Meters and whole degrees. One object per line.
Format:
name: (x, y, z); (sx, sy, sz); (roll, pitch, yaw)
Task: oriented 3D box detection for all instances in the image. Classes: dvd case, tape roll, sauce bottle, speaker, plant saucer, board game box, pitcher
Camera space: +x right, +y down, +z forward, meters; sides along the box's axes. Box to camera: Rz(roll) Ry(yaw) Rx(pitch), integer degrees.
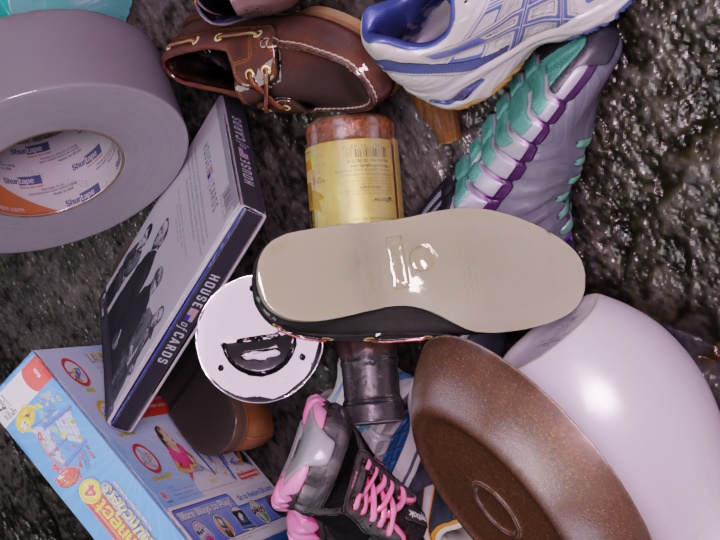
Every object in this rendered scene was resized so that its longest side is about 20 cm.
dvd case: (-0.131, -0.007, 1.076); (0.200, 0.025, 0.151); (-55, 28, 25)
tape roll: (-0.224, -0.093, 1.059); (0.200, 0.199, 0.067); (-47, 55, 41)
sauce bottle: (0.000, 0.000, 0.995); (0.066, 0.066, 0.202); (-11, 78, 41)
speaker: (-0.065, 0.047, 1.023); (0.081, 0.200, 0.082); (0, 88, -2)
plant saucer: (0.090, 0.129, 0.881); (0.200, 0.037, 0.201); (44, 158, 23)
board game box: (-0.155, 0.146, 1.136); (0.056, 0.200, 0.196); (-45, 77, 12)
pitcher: (0.159, 0.123, 0.937); (0.200, 0.121, 0.171); (52, 148, -7)

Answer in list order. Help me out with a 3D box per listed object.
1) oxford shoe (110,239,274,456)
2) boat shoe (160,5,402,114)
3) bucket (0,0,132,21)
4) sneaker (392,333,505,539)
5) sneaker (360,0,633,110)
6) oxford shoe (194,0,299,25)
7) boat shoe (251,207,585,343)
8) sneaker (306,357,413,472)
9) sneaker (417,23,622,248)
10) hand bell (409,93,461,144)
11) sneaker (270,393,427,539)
oxford shoe: (-0.132, 0.061, 1.175); (0.071, 0.071, 0.201); (-44, 62, 23)
boat shoe: (-0.055, -0.132, 0.992); (0.199, 0.070, 0.071); (18, 144, 48)
bucket: (-0.274, -0.224, 1.114); (0.206, 0.134, 0.209); (17, 118, 34)
sneaker: (0.075, 0.111, 1.017); (0.079, 0.078, 0.201); (38, 140, 26)
sneaker: (0.087, -0.165, 0.851); (0.200, 0.088, 0.076); (-39, 51, 27)
oxford shoe: (-0.084, -0.197, 0.965); (0.071, 0.072, 0.200); (62, 169, -20)
boat shoe: (0.034, 0.005, 0.912); (0.063, 0.200, 0.074); (129, 139, -76)
sneaker: (-0.012, 0.135, 1.112); (0.087, 0.075, 0.201); (43, 126, 30)
sneaker: (0.114, -0.063, 0.932); (0.087, 0.075, 0.200); (29, 125, -13)
hand bell: (0.028, -0.172, 0.942); (0.104, 0.104, 0.201); (0, 121, 39)
sneaker: (-0.001, 0.140, 0.967); (0.095, 0.079, 0.200); (20, 163, 10)
